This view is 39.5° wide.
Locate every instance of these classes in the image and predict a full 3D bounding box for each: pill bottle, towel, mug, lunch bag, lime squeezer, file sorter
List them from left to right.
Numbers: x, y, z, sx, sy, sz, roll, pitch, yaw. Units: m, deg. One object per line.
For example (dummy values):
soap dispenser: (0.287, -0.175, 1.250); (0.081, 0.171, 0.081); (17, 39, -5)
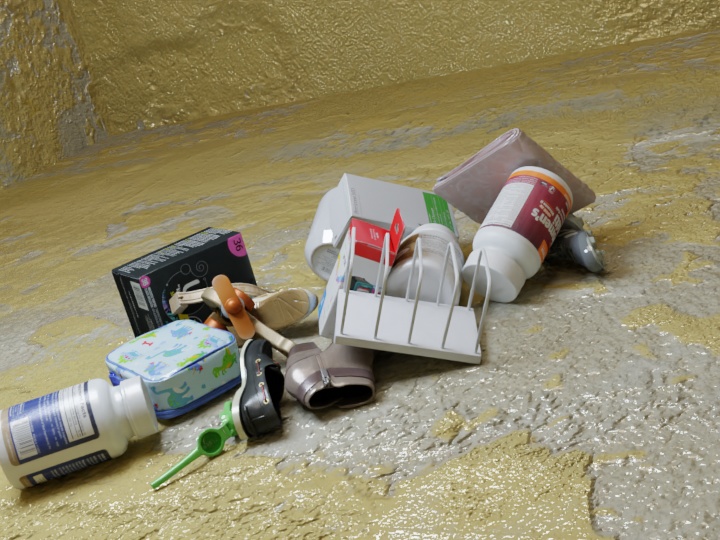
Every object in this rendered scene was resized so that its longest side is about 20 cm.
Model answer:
pill bottle: (-0.382, 0.212, 1.356); (0.200, 0.111, 0.111); (-18, 20, -8)
lunch bag: (-0.281, 0.146, 1.504); (0.161, 0.083, 0.200); (-27, 23, -33)
lime squeezer: (-0.200, 0.216, 1.320); (0.071, 0.038, 0.200); (-5, 23, 26)
mug: (-0.012, -0.056, 1.773); (0.186, 0.150, 0.153); (-13, 26, 26)
file sorter: (0.073, 0.029, 1.382); (0.200, 0.125, 0.139); (9, 26, -3)
pill bottle: (0.104, 0.000, 1.563); (0.114, 0.114, 0.200); (-10, 20, 14)
towel: (0.251, -0.133, 1.644); (0.191, 0.200, 0.032); (-30, 40, 39)
pill bottle: (0.240, -0.055, 1.540); (0.109, 0.110, 0.200); (4, 52, 43)

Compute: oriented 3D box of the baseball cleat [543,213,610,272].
baseball cleat: (0.324, -0.029, 1.579); (0.106, 0.070, 0.200); (-26, 13, 10)

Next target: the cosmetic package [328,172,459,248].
cosmetic package: (0.054, -0.084, 1.699); (0.200, 0.085, 0.108); (10, 46, -23)

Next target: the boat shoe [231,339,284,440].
boat shoe: (-0.132, 0.156, 1.379); (0.063, 0.074, 0.201); (-18, 26, 7)

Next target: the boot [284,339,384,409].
boot: (-0.009, 0.132, 1.383); (0.200, 0.070, 0.146); (-17, 27, -11)

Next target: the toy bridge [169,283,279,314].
toy bridge: (-0.209, 0.045, 1.654); (0.200, 0.027, 0.067); (0, -27, -35)

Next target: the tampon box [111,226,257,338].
tampon box: (-0.292, 0.033, 1.714); (0.200, 0.150, 0.126); (-27, 22, -29)

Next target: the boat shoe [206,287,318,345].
boat shoe: (-0.156, 0.076, 1.632); (0.200, 0.074, 0.069); (-15, -5, 24)

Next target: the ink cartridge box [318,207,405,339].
ink cartridge box: (0.000, 0.000, 1.516); (0.067, 0.200, 0.116); (18, 17, -10)

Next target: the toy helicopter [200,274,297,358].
toy helicopter: (-0.161, 0.080, 1.510); (0.200, 0.132, 0.079); (30, 71, 24)
